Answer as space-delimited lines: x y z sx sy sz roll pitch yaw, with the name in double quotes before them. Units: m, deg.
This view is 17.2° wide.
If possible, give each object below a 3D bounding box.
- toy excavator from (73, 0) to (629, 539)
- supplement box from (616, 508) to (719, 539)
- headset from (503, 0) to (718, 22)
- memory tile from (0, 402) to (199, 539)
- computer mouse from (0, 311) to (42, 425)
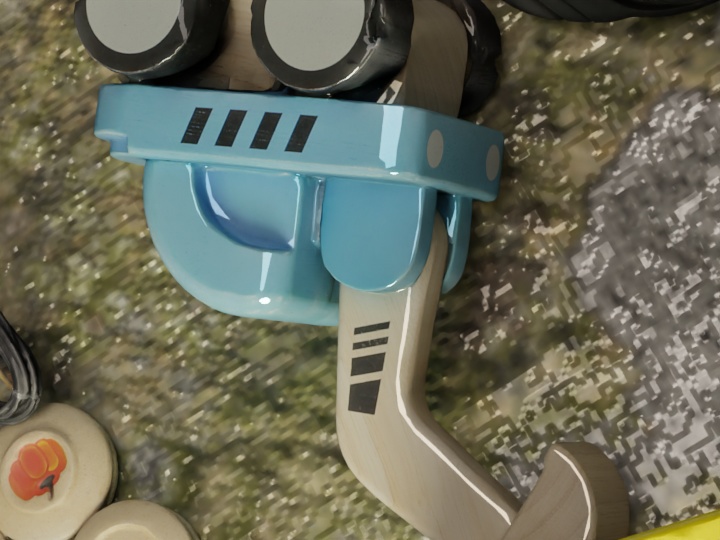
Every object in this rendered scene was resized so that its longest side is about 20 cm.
"toy excavator" 0.000 0.000 0.770 0.194 0.100 0.201 7 91 25
"supplement box" 0.105 0.130 0.656 0.200 0.109 0.110 -18 70 6
"headset" 0.101 -0.148 0.761 0.200 0.094 0.124 0 75 33
"memory tile" -0.127 0.156 0.807 0.200 0.017 0.153 -46 65 4
"computer mouse" -0.167 -0.023 0.864 0.059 0.034 0.200 -44 66 22
